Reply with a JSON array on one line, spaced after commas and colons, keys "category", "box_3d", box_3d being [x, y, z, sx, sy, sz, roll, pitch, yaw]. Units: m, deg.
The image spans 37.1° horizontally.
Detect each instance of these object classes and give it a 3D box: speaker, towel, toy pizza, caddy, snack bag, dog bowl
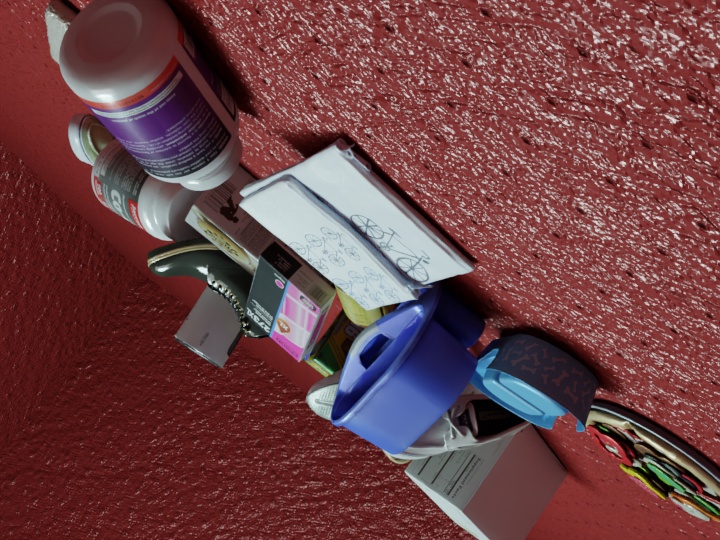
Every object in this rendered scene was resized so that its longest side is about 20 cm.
[{"category": "speaker", "box_3d": [-0.174, 0.030, 1.495, 0.081, 0.201, 0.081, 30, 169, 7]}, {"category": "towel", "box_3d": [-0.315, -0.244, 1.270, 0.132, 0.035, 0.200, 39, 169, -7]}, {"category": "toy pizza", "box_3d": [0.308, 0.207, 1.107, 0.199, 0.032, 0.200, 37, 169, 8]}, {"category": "caddy", "box_3d": [0.041, 0.097, 1.128, 0.105, 0.142, 0.200, 34, 125, -8]}, {"category": "snack bag", "box_3d": [-0.005, -0.034, 1.022, 0.188, 0.022, 0.199, 41, 151, -20]}, {"category": "dog bowl", "box_3d": [0.174, 0.112, 1.090, 0.111, 0.050, 0.200, 34, 169, -3]}]

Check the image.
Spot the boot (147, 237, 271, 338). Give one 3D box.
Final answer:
[{"category": "boot", "box_3d": [-0.178, 0.030, 1.412, 0.198, 0.140, 0.077, -5, 171, -1]}]

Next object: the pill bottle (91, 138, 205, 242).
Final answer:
[{"category": "pill bottle", "box_3d": [-0.280, -0.109, 1.492, 0.199, 0.114, 0.114, 27, 165, 44]}]

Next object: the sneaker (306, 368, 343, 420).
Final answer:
[{"category": "sneaker", "box_3d": [0.029, 0.125, 1.293, 0.081, 0.198, 0.071, -88, -27, -55]}]

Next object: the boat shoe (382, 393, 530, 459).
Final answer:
[{"category": "boat shoe", "box_3d": [0.119, 0.178, 1.288, 0.065, 0.198, 0.074, 140, 116, -69]}]

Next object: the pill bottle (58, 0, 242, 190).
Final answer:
[{"category": "pill bottle", "box_3d": [-0.184, -0.157, 0.993, 0.112, 0.113, 0.200, 31, 167, 30]}]

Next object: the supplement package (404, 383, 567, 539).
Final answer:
[{"category": "supplement package", "box_3d": [0.181, 0.285, 1.505, 0.110, 0.156, 0.200, 27, 164, 40]}]

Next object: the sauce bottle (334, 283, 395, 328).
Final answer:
[{"category": "sauce bottle", "box_3d": [0.000, 0.000, 1.178, 0.066, 0.066, 0.200, 33, 162, 20]}]

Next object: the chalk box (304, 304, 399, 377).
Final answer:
[{"category": "chalk box", "box_3d": [0.044, 0.129, 1.393, 0.199, 0.124, 0.125, 39, 169, -3]}]

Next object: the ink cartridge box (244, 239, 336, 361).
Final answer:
[{"category": "ink cartridge box", "box_3d": [-0.090, 0.048, 1.290, 0.094, 0.037, 0.200, 40, 153, 9]}]

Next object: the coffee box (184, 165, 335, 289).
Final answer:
[{"category": "coffee box", "box_3d": [-0.116, -0.037, 1.344, 0.200, 0.080, 0.113, 40, 166, -8]}]

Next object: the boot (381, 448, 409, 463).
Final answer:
[{"category": "boot", "box_3d": [0.046, 0.177, 1.541, 0.166, 0.072, 0.202, 77, -179, -79]}]

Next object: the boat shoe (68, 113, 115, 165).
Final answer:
[{"category": "boat shoe", "box_3d": [-0.392, -0.187, 1.702, 0.061, 0.073, 0.200, 6, 161, 19]}]
